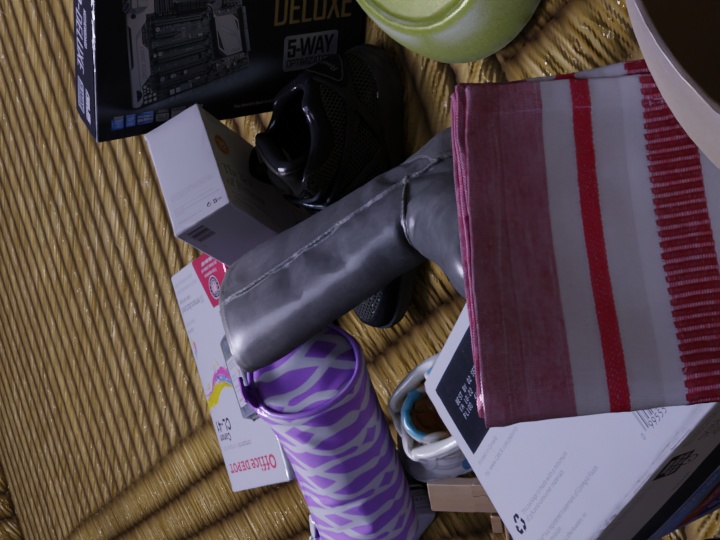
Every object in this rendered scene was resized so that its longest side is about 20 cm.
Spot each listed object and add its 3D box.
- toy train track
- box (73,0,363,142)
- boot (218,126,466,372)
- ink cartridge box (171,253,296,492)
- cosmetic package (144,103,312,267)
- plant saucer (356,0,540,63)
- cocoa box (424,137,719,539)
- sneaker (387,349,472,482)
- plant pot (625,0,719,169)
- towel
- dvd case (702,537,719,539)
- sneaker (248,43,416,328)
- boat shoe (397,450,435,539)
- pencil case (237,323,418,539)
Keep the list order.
[{"bbox_3d":[0.107,0.168,0.857,0.033,0.113,0.202,-68,-28,-53],"label":"toy train track"},{"bbox_3d":[-0.092,-0.181,0.901,0.050,0.198,0.159,50,143,43],"label":"box"},{"bbox_3d":[0.001,0.002,0.792,0.073,0.198,0.183,55,-162,-25],"label":"boot"},{"bbox_3d":[-0.079,0.076,1.139,0.147,0.085,0.203,-27,78,63],"label":"ink cartridge box"},{"bbox_3d":[-0.073,-0.040,0.964,0.200,0.050,0.083,34,-150,-60],"label":"cosmetic package"},{"bbox_3d":[0.034,-0.219,0.785,0.199,0.031,0.203,28,128,43],"label":"plant saucer"},{"bbox_3d":[0.138,0.035,0.638,0.134,0.130,0.201,59,149,26],"label":"cocoa box"},{"bbox_3d":[0.053,0.094,0.892,0.077,0.080,0.200,64,155,18],"label":"sneaker"},{"bbox_3d":[0.185,-0.090,0.454,0.202,0.198,0.135,63,180,22],"label":"plant pot"},{"bbox_3d":[0.136,-0.021,0.521,0.023,0.197,0.146,63,-159,-66],"label":"towel"},{"bbox_3d":[0.241,0.230,0.660,0.150,0.024,0.203,-28,78,64],"label":"dvd case"},{"bbox_3d":[-0.021,-0.045,0.926,0.076,0.113,0.202,21,125,46],"label":"sneaker"},{"bbox_3d":[0.001,0.206,1.083,0.200,0.071,0.072,-52,49,46],"label":"boat shoe"},{"bbox_3d":[-0.018,0.125,0.919,0.084,0.084,0.202,-110,2,-48],"label":"pencil case"}]
